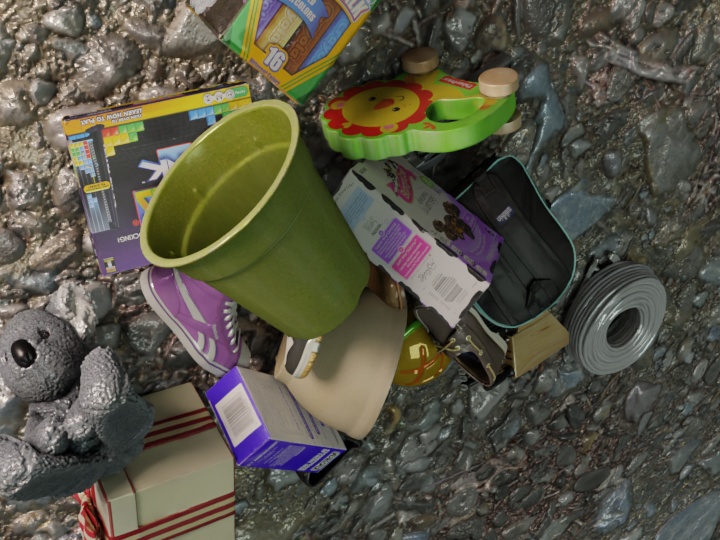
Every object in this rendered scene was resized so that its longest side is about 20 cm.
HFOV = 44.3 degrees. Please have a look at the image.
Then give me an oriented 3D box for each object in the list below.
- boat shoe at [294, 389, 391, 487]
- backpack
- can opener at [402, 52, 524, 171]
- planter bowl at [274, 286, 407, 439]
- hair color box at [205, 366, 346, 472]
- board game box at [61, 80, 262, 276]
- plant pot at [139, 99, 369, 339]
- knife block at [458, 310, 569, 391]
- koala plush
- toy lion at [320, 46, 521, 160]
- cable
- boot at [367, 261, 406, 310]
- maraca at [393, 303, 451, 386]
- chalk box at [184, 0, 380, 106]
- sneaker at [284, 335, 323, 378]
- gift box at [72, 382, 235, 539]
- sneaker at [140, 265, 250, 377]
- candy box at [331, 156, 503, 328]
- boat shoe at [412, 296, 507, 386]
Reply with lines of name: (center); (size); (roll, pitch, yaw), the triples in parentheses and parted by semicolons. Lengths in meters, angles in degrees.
boat shoe: (-0.021, 0.242, 1.319); (0.199, 0.066, 0.070); (-42, 132, -2)
backpack: (0.186, -0.031, 1.195); (0.175, 0.153, 0.201); (-41, 92, -4)
can opener: (0.125, -0.200, 1.155); (0.199, 0.054, 0.067); (-38, 164, -6)
planter bowl: (-0.035, 0.102, 1.159); (0.132, 0.201, 0.204); (19, 110, -9)
hair color box: (-0.108, 0.201, 1.169); (0.065, 0.110, 0.199); (-39, 151, 15)
board game box: (-0.203, -0.102, 0.955); (0.196, 0.057, 0.169); (-15, 108, -15)
plant pot: (-0.086, -0.032, 0.899); (0.200, 0.200, 0.190); (-44, 126, 1)
knife block: (0.230, 0.129, 1.364); (0.199, 0.063, 0.178); (39, 70, -42)
koala plush: (-0.335, 0.127, 0.978); (0.176, 0.201, 0.184); (-39, 160, -4)
toy lion: (0.059, -0.181, 1.024); (0.191, 0.198, 0.070); (-37, 133, -30)
cable: (0.433, 0.081, 1.499); (0.197, 0.069, 0.203); (12, 111, -37)
boot: (0.000, 0.000, 1.093); (0.074, 0.200, 0.075); (-15, 117, -15)
maraca: (0.089, 0.107, 1.283); (0.137, 0.108, 0.199); (-47, 157, 18)
chalk box: (-0.063, -0.302, 0.913); (0.201, 0.125, 0.123); (-50, 131, 7)
sneaker: (-0.080, 0.022, 1.041); (0.085, 0.076, 0.205); (7, 91, -11)
gift box: (-0.267, 0.287, 1.118); (0.183, 0.184, 0.204); (-12, 121, -27)
sneaker: (-0.166, 0.055, 1.081); (0.112, 0.074, 0.201); (-22, 134, 16)
candy box: (0.065, -0.049, 1.037); (0.199, 0.168, 0.072); (39, 114, -1)
boat shoe: (0.131, 0.091, 1.187); (0.199, 0.071, 0.061); (40, 59, -41)
